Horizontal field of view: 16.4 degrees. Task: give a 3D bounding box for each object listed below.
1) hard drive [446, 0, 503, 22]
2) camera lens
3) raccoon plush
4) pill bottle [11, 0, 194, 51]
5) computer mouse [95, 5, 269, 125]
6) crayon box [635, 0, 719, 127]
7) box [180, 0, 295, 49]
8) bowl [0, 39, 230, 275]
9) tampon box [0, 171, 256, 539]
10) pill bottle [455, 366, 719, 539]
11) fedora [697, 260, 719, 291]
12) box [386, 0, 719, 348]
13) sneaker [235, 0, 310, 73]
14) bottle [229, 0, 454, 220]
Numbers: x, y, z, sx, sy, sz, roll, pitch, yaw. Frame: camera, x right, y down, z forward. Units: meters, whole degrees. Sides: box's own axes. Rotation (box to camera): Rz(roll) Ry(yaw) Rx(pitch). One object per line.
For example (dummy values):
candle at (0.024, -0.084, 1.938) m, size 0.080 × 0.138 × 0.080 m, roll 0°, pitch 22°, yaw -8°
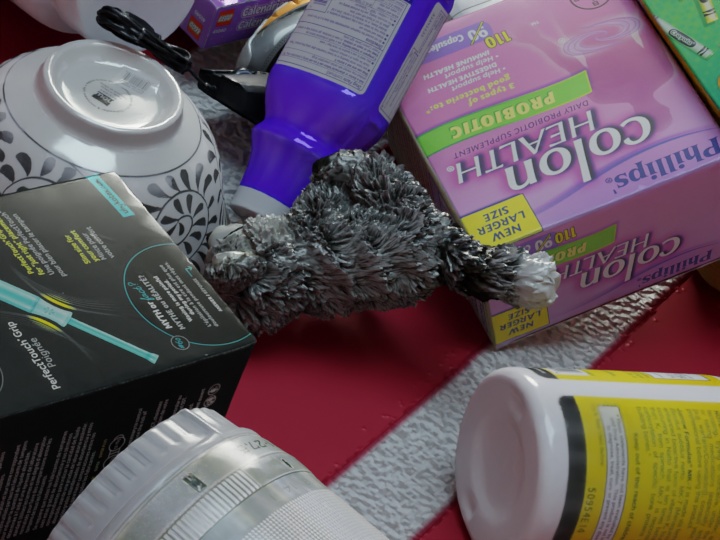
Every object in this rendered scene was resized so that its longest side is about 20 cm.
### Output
hard drive at (0.087, -0.233, 1.758) m, size 0.132 × 0.027 × 0.200 m, roll -21°, pitch 44°, yaw -15°
camera lens at (-0.047, 0.184, 1.221) m, size 0.200 × 0.160 × 0.160 m, roll 39°, pitch 40°, yaw 18°
raccoon plush at (0.000, 0.000, 1.470) m, size 0.200 × 0.097 × 0.134 m, roll 8°, pitch 35°, yaw 35°
pill bottle at (-0.196, -0.223, 1.621) m, size 0.113 × 0.114 × 0.200 m, roll -12°, pitch 35°, yaw -37°
computer mouse at (-0.095, -0.130, 1.591) m, size 0.059 × 0.034 × 0.200 m, roll 32°, pitch 1°, yaw 37°
crayon box at (0.235, -0.136, 1.630) m, size 0.058 × 0.119 × 0.200 m, roll -29°, pitch 50°, yaw 2°
box at (-0.111, -0.238, 1.725) m, size 0.137 × 0.039 × 0.200 m, roll -19°, pitch 54°, yaw -41°
bowl at (-0.162, -0.077, 1.522) m, size 0.200 × 0.094 × 0.201 m, roll 15°, pitch 40°, yaw -13°
tampon box at (-0.189, 0.055, 1.325) m, size 0.200 × 0.126 × 0.150 m, roll -15°, pitch 52°, yaw -38°
pill bottle at (0.166, 0.116, 1.452) m, size 0.199 × 0.114 × 0.114 m, roll 3°, pitch 42°, yaw -24°
fedora at (0.278, -0.035, 1.714) m, size 0.200 × 0.082 × 0.201 m, roll 18°, pitch 33°, yaw -12°
box at (0.124, -0.078, 1.613) m, size 0.175 × 0.097 × 0.200 m, roll -21°, pitch 51°, yaw -6°
sneaker at (0.008, -0.140, 1.701) m, size 0.200 × 0.078 × 0.077 m, roll -4°, pitch 51°, yaw -33°
bottle at (-0.016, -0.116, 1.583) m, size 0.083 × 0.200 × 0.065 m, roll 22°, pitch -12°, yaw 30°
